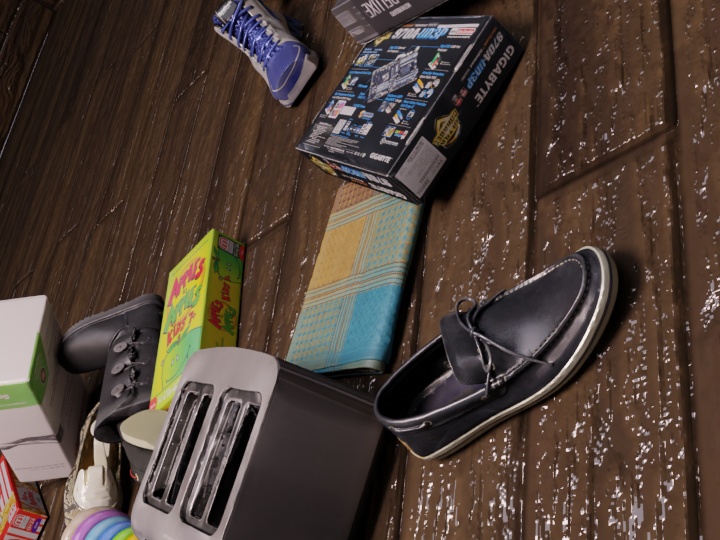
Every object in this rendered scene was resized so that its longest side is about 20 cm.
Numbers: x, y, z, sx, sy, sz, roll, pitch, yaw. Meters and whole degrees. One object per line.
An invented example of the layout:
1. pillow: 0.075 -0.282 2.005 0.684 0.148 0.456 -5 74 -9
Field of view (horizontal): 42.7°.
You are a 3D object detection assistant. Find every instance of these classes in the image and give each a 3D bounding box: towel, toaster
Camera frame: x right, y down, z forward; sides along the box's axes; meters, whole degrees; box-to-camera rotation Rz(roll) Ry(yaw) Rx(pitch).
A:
1. towel: 0.000 0.000 0.818 0.146 0.022 0.203 -14 54 52
2. toaster: -0.076 0.156 0.718 0.180 0.118 0.203 -2 65 56

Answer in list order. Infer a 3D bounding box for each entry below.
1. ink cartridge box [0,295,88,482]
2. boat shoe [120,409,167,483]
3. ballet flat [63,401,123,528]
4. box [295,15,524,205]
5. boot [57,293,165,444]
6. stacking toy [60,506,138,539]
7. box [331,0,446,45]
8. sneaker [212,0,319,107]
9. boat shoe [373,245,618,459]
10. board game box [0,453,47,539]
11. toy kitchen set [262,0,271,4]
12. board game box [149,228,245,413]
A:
1. ink cartridge box: -0.428 0.157 1.205 0.147 0.082 0.202 -98 2 -46
2. boat shoe: -0.168 0.192 0.901 0.200 0.073 0.064 10 115 49
3. ballet flat: -0.307 0.230 1.075 0.201 0.067 0.076 -103 25 -51
4. box: 0.035 -0.151 0.830 0.160 0.046 0.199 -56 29 -5
5. boot: -0.302 0.133 1.115 0.163 0.066 0.201 -31 40 10
6. stacking toy: -0.220 0.282 0.895 0.198 0.085 0.087 -9 59 51
7. box: 0.070 -0.323 0.877 0.156 0.050 0.202 -14 44 49
8. sneaker: -0.127 -0.286 1.149 0.081 0.114 0.200 -52 31 20
9. boat shoe: 0.083 0.054 0.600 0.200 0.062 0.075 -43 33 30
10. board game box: -0.516 0.375 1.326 0.199 0.046 0.154 22 87 61
11. toy kitchen set: -0.127 -0.454 1.347 0.161 0.181 0.202 -27 70 -8
12. board game box: -0.181 0.064 1.030 0.101 0.047 0.203 -39 38 37
